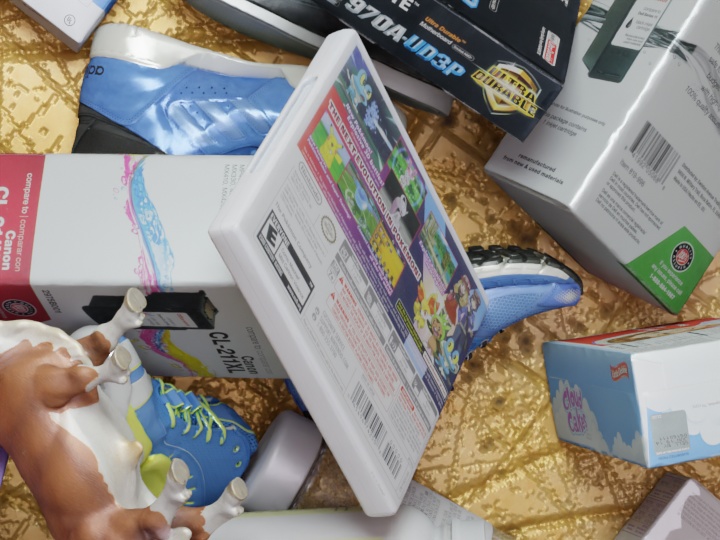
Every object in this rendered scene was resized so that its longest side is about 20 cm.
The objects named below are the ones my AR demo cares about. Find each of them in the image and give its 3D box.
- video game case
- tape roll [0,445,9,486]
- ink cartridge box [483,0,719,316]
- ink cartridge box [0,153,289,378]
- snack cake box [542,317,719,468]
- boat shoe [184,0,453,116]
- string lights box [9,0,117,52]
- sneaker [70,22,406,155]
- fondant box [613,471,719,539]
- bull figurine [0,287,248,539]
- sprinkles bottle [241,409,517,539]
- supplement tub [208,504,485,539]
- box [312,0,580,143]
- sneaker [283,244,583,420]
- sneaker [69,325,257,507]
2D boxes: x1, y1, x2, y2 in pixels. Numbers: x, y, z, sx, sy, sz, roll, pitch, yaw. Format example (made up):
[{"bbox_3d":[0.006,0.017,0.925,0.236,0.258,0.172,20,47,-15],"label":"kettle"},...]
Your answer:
[{"bbox_3d":[0.000,0.000,1.126,0.023,0.183,0.201,-9,124,31],"label":"video game case"},{"bbox_3d":[-0.260,0.179,1.162,0.084,0.200,0.202,15,87,-9],"label":"tape roll"},{"bbox_3d":[0.188,-0.098,1.261,0.201,0.083,0.146,-56,135,-6],"label":"ink cartridge box"},{"bbox_3d":[-0.115,-0.001,1.180,0.198,0.146,0.083,1,66,8],"label":"ink cartridge box"},{"bbox_3d":[0.191,0.069,1.233,0.114,0.200,0.068,-10,91,-9],"label":"snack cake box"},{"bbox_3d":[-0.024,-0.160,1.270,0.199,0.076,0.061,23,87,-20],"label":"boat shoe"},{"bbox_3d":[-0.152,-0.245,1.254,0.103,0.059,0.201,37,84,-7],"label":"string lights box"},{"bbox_3d":[-0.077,-0.073,1.253,0.198,0.077,0.112,14,82,-4],"label":"sneaker"},{"bbox_3d":[0.194,0.250,1.304,0.144,0.058,0.200,40,83,-6],"label":"fondant box"},{"bbox_3d":[-0.151,0.081,1.096,0.121,0.065,0.201,-24,103,30],"label":"bull figurine"},{"bbox_3d":[0.023,0.161,1.272,0.199,0.068,0.069,29,85,-7],"label":"sprinkles bottle"},{"bbox_3d":[-0.024,0.209,1.178,0.198,0.145,0.146,-3,90,3],"label":"supplement tub"},{"bbox_3d":[0.053,-0.172,1.220,0.158,0.200,0.046,34,117,-7],"label":"box"},{"bbox_3d":[0.044,0.041,1.281,0.198,0.079,0.090,-16,99,0],"label":"sneaker"},{"bbox_3d":[-0.118,0.088,1.215,0.105,0.201,0.076,-31,56,-25],"label":"sneaker"}]
